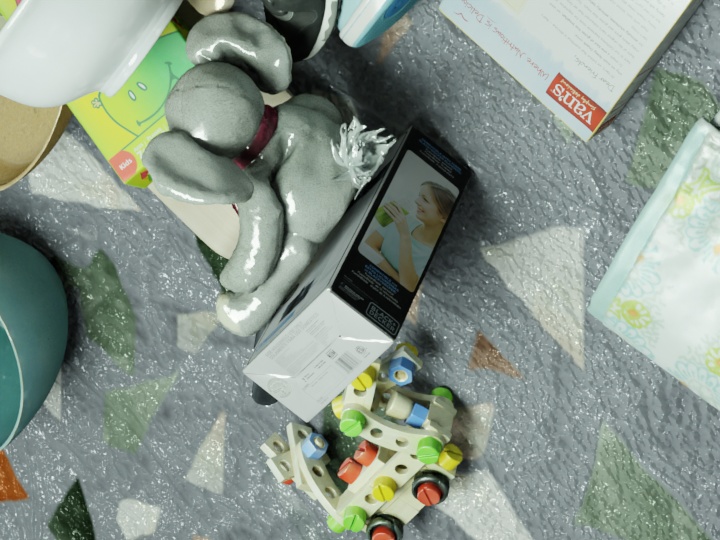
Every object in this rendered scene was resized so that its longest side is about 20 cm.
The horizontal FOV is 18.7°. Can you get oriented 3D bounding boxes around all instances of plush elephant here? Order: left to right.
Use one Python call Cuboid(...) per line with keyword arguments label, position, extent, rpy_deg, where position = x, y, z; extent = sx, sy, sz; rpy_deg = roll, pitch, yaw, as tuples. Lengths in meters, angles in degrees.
Cuboid(label="plush elephant", position=(-0.081, -0.079, 1.511), extent=(0.154, 0.165, 0.200), rpy_deg=(32, 147, -7))

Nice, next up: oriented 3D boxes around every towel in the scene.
Cuboid(label="towel", position=(0.262, 0.006, 1.469), extent=(0.171, 0.048, 0.200), rpy_deg=(39, 129, 15))

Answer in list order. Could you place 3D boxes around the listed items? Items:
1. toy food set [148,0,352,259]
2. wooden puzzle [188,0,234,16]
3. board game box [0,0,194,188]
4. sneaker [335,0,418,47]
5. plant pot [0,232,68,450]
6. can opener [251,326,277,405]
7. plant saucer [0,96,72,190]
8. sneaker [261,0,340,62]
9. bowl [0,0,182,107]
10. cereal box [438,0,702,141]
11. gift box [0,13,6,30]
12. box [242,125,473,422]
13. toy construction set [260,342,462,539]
Cuboid(label="toy food set", position=(-0.115, -0.123, 1.676), extent=(0.200, 0.060, 0.144), rpy_deg=(43, 118, 9))
Cuboid(label="wooden puzzle", position=(-0.122, -0.298, 1.557), extent=(0.200, 0.046, 0.186), rpy_deg=(-137, 44, -55))
Cuboid(label="board game box", position=(-0.187, -0.171, 1.619), extent=(0.101, 0.048, 0.200), rpy_deg=(-38, 80, 10))
Cuboid(label="sneaker", position=(0.011, -0.261, 1.498), extent=(0.130, 0.079, 0.200), rpy_deg=(41, 120, 10))
Cuboid(label="plant pot", position=(-0.324, 0.044, 1.843), extent=(0.199, 0.135, 0.201), rpy_deg=(14, 120, 27))
Cuboid(label="can opener", position=(-0.062, 0.023, 1.700), extent=(0.078, 0.064, 0.201), rpy_deg=(10, 135, -1))
Cuboid(label="plant saucer", position=(-0.275, -0.160, 1.736), extent=(0.200, 0.035, 0.201), rpy_deg=(-7, 80, 47))
Cuboid(label="sneaker", position=(-0.062, -0.224, 1.480), extent=(0.076, 0.087, 0.201), rpy_deg=(56, 150, 37))
Cuboid(label="bowl", position=(-0.182, -0.184, 1.512), extent=(0.090, 0.201, 0.201), rpy_deg=(35, 131, -11))
Cuboid(label="cereal box", position=(0.155, -0.203, 1.447), extent=(0.144, 0.039, 0.200), rpy_deg=(44, 130, 10))
Cuboid(label="gift box", position=(-0.386, -0.224, 1.691), extent=(0.184, 0.186, 0.201), rpy_deg=(-37, 66, 40))
Cuboid(label="box", position=(0.000, 0.000, 1.548), extent=(0.060, 0.200, 0.117), rpy_deg=(38, 132, -9))
Cuboid(label="toy construction set", position=(0.002, 0.140, 1.690), extent=(0.131, 0.092, 0.200), rpy_deg=(34, 140, -13))
